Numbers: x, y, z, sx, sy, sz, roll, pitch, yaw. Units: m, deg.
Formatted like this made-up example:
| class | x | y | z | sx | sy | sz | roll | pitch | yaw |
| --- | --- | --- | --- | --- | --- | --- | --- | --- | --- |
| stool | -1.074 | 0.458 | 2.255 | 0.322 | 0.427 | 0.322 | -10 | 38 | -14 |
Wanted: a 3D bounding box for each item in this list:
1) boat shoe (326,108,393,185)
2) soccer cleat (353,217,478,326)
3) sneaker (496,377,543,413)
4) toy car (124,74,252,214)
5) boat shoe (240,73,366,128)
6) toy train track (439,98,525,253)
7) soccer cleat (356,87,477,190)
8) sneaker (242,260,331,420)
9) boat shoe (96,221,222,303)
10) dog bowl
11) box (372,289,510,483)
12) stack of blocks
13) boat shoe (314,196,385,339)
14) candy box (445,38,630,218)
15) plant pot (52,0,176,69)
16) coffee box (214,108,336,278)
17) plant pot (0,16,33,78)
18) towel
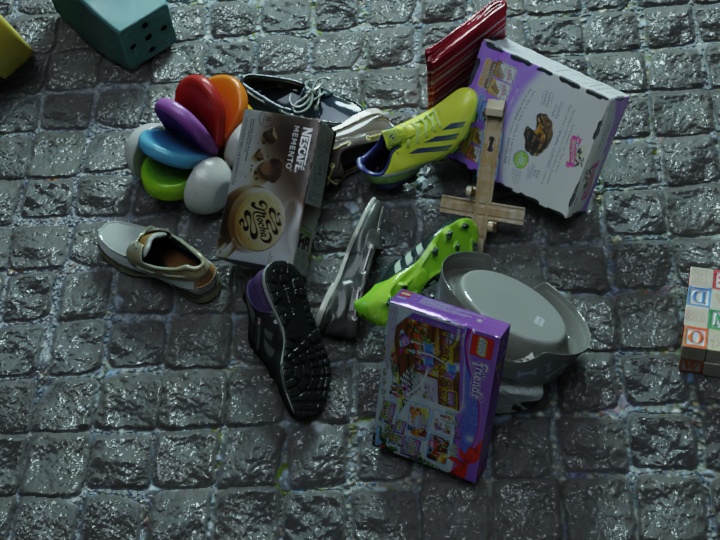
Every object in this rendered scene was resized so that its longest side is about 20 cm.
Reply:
| class | x | y | z | sx | sy | sz | roll | pitch | yaw |
| --- | --- | --- | --- | --- | --- | --- | --- | --- | --- |
| boat shoe | -0.037 | -0.154 | 1.744 | 0.199 | 0.072 | 0.060 | -29 | 55 | -17 |
| soccer cleat | 0.071 | -0.004 | 1.599 | 0.200 | 0.068 | 0.081 | -41 | 29 | -27 |
| sneaker | 0.128 | 0.098 | 1.538 | 0.197 | 0.080 | 0.131 | 0 | 64 | 21 |
| toy car | -0.231 | -0.191 | 1.748 | 0.174 | 0.151 | 0.200 | 32 | 66 | 26 |
| boat shoe | -0.082 | -0.242 | 1.815 | 0.198 | 0.062 | 0.075 | 18 | 58 | 19 |
| toy train track | 0.162 | -0.122 | 1.642 | 0.113 | 0.033 | 0.203 | 9 | 95 | 16 |
| soccer cleat | 0.075 | -0.177 | 1.678 | 0.200 | 0.083 | 0.065 | -39 | 42 | 35 |
| sneaker | -0.098 | 0.096 | 1.591 | 0.075 | 0.087 | 0.202 | 2 | 68 | -39 |
| boat shoe | -0.274 | -0.027 | 1.693 | 0.198 | 0.069 | 0.075 | 21 | 61 | 21 |
| dog bowl | 0.175 | 0.059 | 1.513 | 0.198 | 0.059 | 0.201 | 21 | 28 | -12 |
| box | 0.090 | 0.134 | 1.453 | 0.136 | 0.202 | 0.039 | 18 | 30 | 20 |
| stack of blocks | 0.489 | 0.071 | 1.515 | 0.197 | 0.059 | 0.116 | 7 | 57 | 13 |
| boat shoe | 0.000 | 0.000 | 1.641 | 0.056 | 0.067 | 0.202 | 23 | 66 | 1 |
| candy box | 0.231 | -0.190 | 1.666 | 0.199 | 0.169 | 0.071 | 30 | 26 | 26 |
| plant pot | -0.376 | -0.419 | 1.941 | 0.141 | 0.142 | 0.200 | -35 | 65 | -15 |
| coffee box | -0.110 | -0.102 | 1.665 | 0.112 | 0.080 | 0.203 | 11 | 85 | 15 |
| plant pot | -0.629 | -0.340 | 1.899 | 0.189 | 0.201 | 0.201 | -45 | 59 | -2 |
| towel | 0.141 | -0.265 | 1.712 | 0.144 | 0.201 | 0.022 | -38 | 65 | -18 |
